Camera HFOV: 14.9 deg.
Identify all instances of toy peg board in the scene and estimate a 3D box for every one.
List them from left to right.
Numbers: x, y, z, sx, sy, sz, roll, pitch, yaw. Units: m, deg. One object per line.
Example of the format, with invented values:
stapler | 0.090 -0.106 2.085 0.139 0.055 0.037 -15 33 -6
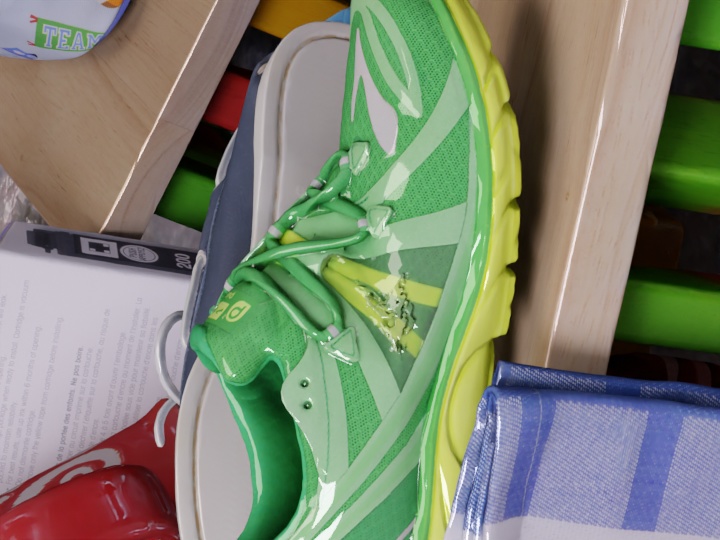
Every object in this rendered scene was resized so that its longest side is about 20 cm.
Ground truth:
toy peg board | -0.066 -0.115 1.150 0.200 0.097 0.200 -62 34 12
toy peg board | 0.082 -0.029 0.857 0.199 0.097 0.201 -127 47 -70

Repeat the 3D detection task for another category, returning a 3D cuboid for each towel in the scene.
towel | 0.079 0.128 0.778 0.024 0.146 0.201 -131 51 -66

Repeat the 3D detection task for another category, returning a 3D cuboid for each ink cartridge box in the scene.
ink cartridge box | -0.109 0.084 1.074 0.043 0.199 0.199 -117 38 -67

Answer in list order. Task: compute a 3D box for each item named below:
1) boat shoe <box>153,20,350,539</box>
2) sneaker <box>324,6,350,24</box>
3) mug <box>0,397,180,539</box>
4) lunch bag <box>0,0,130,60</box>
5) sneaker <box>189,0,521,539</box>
boat shoe | -0.026 0.019 0.878 0.062 0.074 0.201 132 144 -62
sneaker | 0.000 0.000 1.004 0.076 0.080 0.201 35 117 59
mug | -0.135 0.131 0.967 0.134 0.199 0.178 52 162 49
lunch bag | -0.134 -0.181 1.131 0.160 0.075 0.201 13 83 59
sneaker | -0.003 0.008 0.779 0.074 0.083 0.202 168 110 -75
